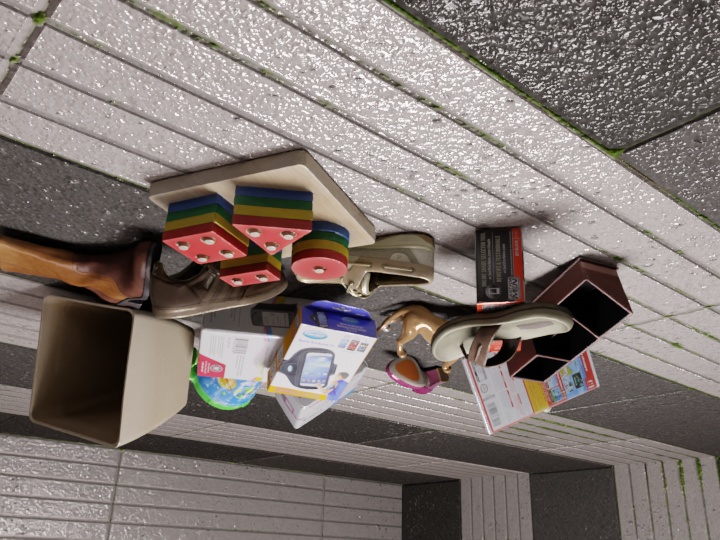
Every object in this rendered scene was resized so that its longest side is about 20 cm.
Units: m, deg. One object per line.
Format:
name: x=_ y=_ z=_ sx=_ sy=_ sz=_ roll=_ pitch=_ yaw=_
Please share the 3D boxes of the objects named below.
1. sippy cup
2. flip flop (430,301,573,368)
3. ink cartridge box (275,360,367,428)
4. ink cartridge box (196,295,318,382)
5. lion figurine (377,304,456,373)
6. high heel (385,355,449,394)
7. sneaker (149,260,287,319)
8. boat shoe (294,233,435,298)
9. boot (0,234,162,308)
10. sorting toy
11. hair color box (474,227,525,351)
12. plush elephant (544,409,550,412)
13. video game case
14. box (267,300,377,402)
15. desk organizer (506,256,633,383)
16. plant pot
sippy cup: x=-0.217 y=0.165 z=1.261 sx=0.130 sy=0.140 sz=0.178 roll=-39 pitch=178 yaw=43
flip flop: x=0.168 y=0.088 z=0.863 sx=0.199 sy=0.058 sz=0.081 roll=-17 pitch=150 yaw=39
ink cartridge box: x=-0.078 y=0.210 z=1.322 sx=0.144 sy=0.085 sz=0.200 roll=-30 pitch=166 yaw=-19
ink cartridge box: x=-0.157 y=0.111 z=1.130 sx=0.199 sy=0.086 sz=0.148 roll=7 pitch=141 yaw=-13
lion figurine: x=0.123 y=0.097 z=1.132 sx=0.199 sy=0.073 sz=0.123 roll=15 pitch=137 yaw=-15
high heel: x=0.092 y=0.221 z=1.436 sx=0.096 sy=0.068 sz=0.200 roll=-27 pitch=158 yaw=32
sneaker: x=-0.184 y=0.010 z=0.941 sx=0.199 sy=0.076 sz=0.070 roll=-14 pitch=-165 yaw=-39
boat shoe: x=0.000 y=0.000 z=0.917 sx=0.199 sy=0.065 sz=0.072 roll=-6 pitch=156 yaw=19
boot: x=-0.377 y=-0.019 z=0.939 sx=0.199 sy=0.069 sz=0.188 roll=20 pitch=160 yaw=-21
sorting toy: x=-0.109 y=-0.043 z=0.818 sx=0.198 sy=0.070 sz=0.200 roll=-8 pitch=155 yaw=22
hair color box: x=0.185 y=0.032 z=0.934 sx=0.061 sy=0.102 sz=0.200 roll=-2 pitch=157 yaw=11
plush elephant: x=0.269 y=0.186 z=1.219 sx=0.199 sy=0.156 sz=0.165 roll=0 pitch=157 yaw=3
video game case: x=0.273 y=0.161 z=1.121 sx=0.199 sy=0.144 sz=0.017 roll=-22 pitch=-164 yaw=-4
box: x=-0.058 y=0.124 z=1.058 sx=0.118 sy=0.042 sz=0.200 roll=12 pitch=136 yaw=-18
desk organizer: x=0.284 y=0.076 z=0.994 sx=0.071 sy=0.077 sz=0.200 roll=12 pitch=139 yaw=-23
plant pot: x=-0.379 y=0.152 z=1.123 sx=0.199 sy=0.201 sz=0.177 roll=7 pitch=179 yaw=28
